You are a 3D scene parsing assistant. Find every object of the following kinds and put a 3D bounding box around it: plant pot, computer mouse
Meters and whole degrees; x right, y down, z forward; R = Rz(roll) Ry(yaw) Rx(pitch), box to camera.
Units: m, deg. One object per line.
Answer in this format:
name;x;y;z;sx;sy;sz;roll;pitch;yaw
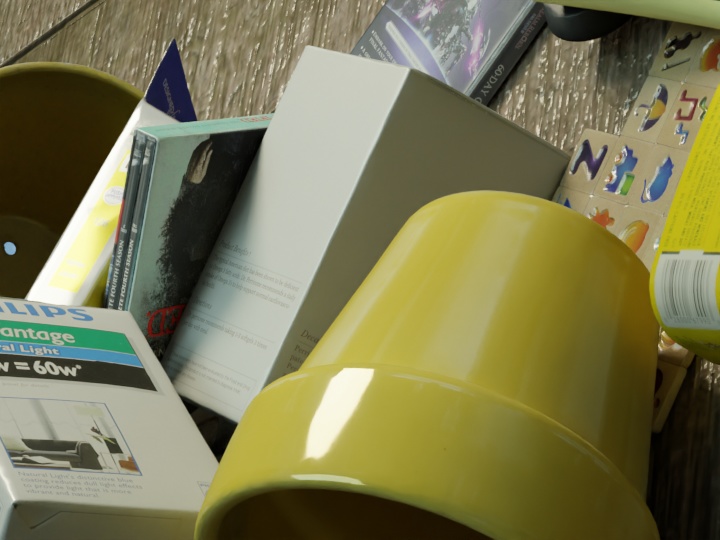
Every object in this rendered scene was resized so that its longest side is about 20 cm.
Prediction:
plant pot;0.049;0.075;1.324;0.200;0.200;0.190;-23;37;49
computer mouse;0.157;-0.204;1.540;0.058;0.034;0.201;26;82;47
plant pot;-0.200;-0.010;1.816;0.142;0.199;0.201;138;149;-62

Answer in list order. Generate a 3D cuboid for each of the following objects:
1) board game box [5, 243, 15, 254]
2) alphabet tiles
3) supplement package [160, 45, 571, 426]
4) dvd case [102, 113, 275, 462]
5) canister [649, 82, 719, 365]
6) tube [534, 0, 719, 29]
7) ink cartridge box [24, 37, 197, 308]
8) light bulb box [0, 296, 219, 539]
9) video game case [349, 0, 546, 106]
board game box;-0.219;-0.002;1.957;0.199;0.039;0.159;-20;60;24
alphabet tiles;0.141;-0.029;1.441;0.167;0.008;0.201;20;84;61
supplement package;0.000;0.000;1.532;0.117;0.117;0.201;20;84;60
dvd case;-0.084;0.016;1.577;0.022;0.146;0.201;23;109;33
canister;0.219;-0.025;1.231;0.200;0.086;0.149;3;69;60
tube;0.163;-0.150;1.441;0.199;0.052;0.058;12;115;42
ink cartridge box;-0.113;0.011;1.638;0.047;0.198;0.201;17;58;21
light bulb box;-0.165;0.144;1.441;0.200;0.124;0.199;54;131;53
video game case;0.038;-0.118;1.670;0.200;0.019;0.143;-54;30;15
